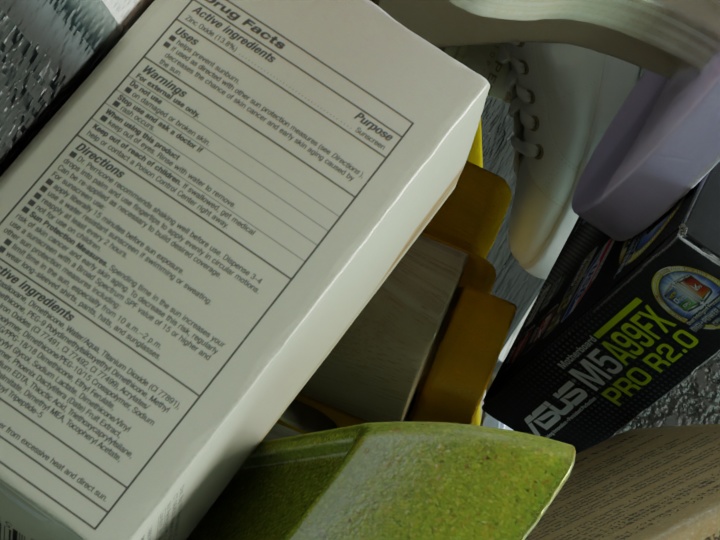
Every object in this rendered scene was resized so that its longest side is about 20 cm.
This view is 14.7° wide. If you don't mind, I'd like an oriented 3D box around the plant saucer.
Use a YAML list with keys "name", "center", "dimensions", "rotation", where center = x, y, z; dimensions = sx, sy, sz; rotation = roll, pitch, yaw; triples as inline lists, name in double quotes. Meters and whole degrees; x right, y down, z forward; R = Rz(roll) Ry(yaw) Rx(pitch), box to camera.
- name: "plant saucer"
  center: [-0.053, 0.118, 0.838]
  dimensions: [0.200, 0.048, 0.200]
  rotation: [-51, -162, -26]

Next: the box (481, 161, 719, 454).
- name: "box"
  center: [0.132, -0.040, 1.031]
  dimensions: [0.200, 0.044, 0.160]
  rotation: [-60, -173, -32]

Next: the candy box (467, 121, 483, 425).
- name: "candy box"
  center: [0.046, 0.026, 1.324]
  dimensions: [0.102, 0.026, 0.201]
  rotation: [-85, 175, -53]

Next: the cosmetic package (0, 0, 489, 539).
- name: "cosmetic package"
  center: [-0.058, 0.000, 0.846]
  dimensions: [0.200, 0.105, 0.071]
  rotation: [-50, 169, -27]

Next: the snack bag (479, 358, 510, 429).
- name: "snack bag"
  center: [0.065, 0.162, 1.144]
  dimensions: [0.200, 0.021, 0.189]
  rotation: [53, 47, -53]

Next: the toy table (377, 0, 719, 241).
- name: "toy table"
  center: [0.096, -0.112, 0.938]
  dimensions: [0.200, 0.117, 0.184]
  rotation: [-51, -172, 29]

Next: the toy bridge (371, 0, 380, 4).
- name: "toy bridge"
  center: [0.033, -0.173, 0.965]
  dimensions: [0.201, 0.027, 0.067]
  rotation: [-61, 169, 16]

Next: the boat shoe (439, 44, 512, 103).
- name: "boat shoe"
  center: [0.100, -0.142, 1.260]
  dimensions: [0.200, 0.063, 0.073]
  rotation: [-51, 168, -33]

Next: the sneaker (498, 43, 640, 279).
- name: "sneaker"
  center: [0.074, -0.099, 1.153]
  dimensions: [0.073, 0.084, 0.201]
  rotation: [-145, -114, -78]

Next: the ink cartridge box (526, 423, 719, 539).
- name: "ink cartridge box"
  center: [0.065, 0.118, 0.901]
  dimensions: [0.199, 0.075, 0.165]
  rotation: [-24, -175, -25]

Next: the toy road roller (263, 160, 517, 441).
- name: "toy road roller"
  center: [0.000, 0.000, 1.083]
  dimensions: [0.200, 0.122, 0.147]
  rotation: [105, 7, -70]
